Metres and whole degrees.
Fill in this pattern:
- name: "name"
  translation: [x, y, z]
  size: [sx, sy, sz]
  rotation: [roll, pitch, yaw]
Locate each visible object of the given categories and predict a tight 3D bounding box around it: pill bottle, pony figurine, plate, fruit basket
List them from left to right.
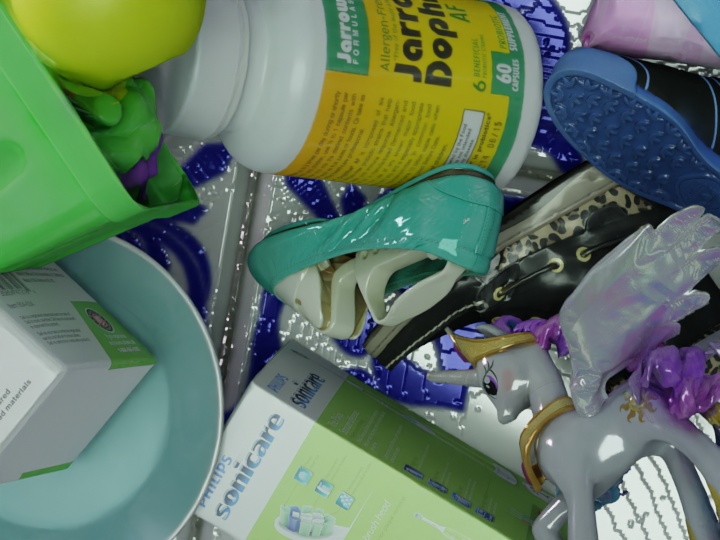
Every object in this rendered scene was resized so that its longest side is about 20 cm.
- name: "plate"
  translation: [-0.168, 0.074, 1.167]
  size: [0.200, 0.026, 0.201]
  rotation: [0, 88, 13]
- name: "fruit basket"
  translation: [-0.141, -0.119, 1.037]
  size: [0.215, 0.156, 0.216]
  rotation: [0, 93, 9]
- name: "pill bottle"
  translation: [-0.012, -0.104, 1.159]
  size: [0.200, 0.113, 0.113]
  rotation: [6, 99, -26]
- name: "pony figurine"
  translation: [0.142, 0.073, 1.108]
  size: [0.193, 0.167, 0.200]
  rotation: [-32, 59, 15]

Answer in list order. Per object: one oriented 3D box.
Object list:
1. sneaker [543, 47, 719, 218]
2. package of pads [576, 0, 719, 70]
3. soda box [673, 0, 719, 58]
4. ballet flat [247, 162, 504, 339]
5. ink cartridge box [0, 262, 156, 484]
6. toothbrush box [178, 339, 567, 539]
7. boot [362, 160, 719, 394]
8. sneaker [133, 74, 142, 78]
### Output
- name: "sneaker"
  translation: [0.192, -0.077, 1.184]
  size: [0.200, 0.078, 0.070]
  rotation: [30, 144, -15]
- name: "package of pads"
  translation: [0.226, -0.167, 1.184]
  size: [0.200, 0.076, 0.121]
  rotation: [9, 101, 6]
- name: "soda box"
  translation: [0.228, -0.112, 1.120]
  size: [0.064, 0.068, 0.200]
  rotation: [-38, 95, 11]
- name: "ballet flat"
  translation: [0.000, 0.000, 1.185]
  size: [0.067, 0.200, 0.071]
  rotation: [23, 62, -34]
- name: "ink cartridge box"
  translation: [-0.220, 0.012, 1.093]
  size: [0.200, 0.145, 0.084]
  rotation: [42, 98, 10]
- name: "toothbrush box"
  translation: [0.014, 0.134, 1.211]
  size: [0.200, 0.146, 0.086]
  rotation: [32, 100, 1]
- name: "boot"
  translation: [0.117, 0.035, 1.225]
  size: [0.200, 0.073, 0.151]
  rotation: [-35, 92, 1]
- name: "sneaker"
  translation: [-0.148, -0.103, 1.192]
  size: [0.075, 0.200, 0.077]
  rotation: [-17, 63, 48]
